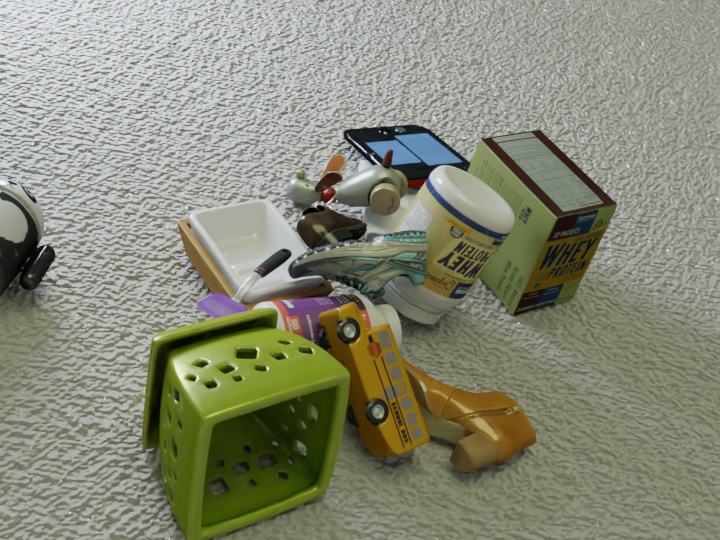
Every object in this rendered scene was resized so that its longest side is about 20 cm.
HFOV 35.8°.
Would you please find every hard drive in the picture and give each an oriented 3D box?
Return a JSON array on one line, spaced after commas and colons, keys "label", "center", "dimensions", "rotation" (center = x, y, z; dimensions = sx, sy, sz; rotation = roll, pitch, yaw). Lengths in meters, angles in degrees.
[{"label": "hard drive", "center": [0.066, -0.108, 1.862], "dimensions": [0.130, 0.026, 0.201], "rotation": [9, 40, -12]}]

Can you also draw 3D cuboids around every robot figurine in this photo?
[{"label": "robot figurine", "center": [-0.497, -0.038, 1.467], "dimensions": [0.124, 0.151, 0.201], "rotation": [-14, 31, 24]}]

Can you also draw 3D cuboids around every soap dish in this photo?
[{"label": "soap dish", "center": [-0.155, -0.009, 1.610], "dimensions": [0.156, 0.082, 0.200], "rotation": [-13, 48, -34]}]

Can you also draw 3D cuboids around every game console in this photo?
[{"label": "game console", "center": [0.087, -0.203, 1.948], "dimensions": [0.175, 0.031, 0.200], "rotation": [-4, 33, -33]}]

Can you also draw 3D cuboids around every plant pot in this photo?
[{"label": "plant pot", "center": [-0.150, 0.167, 1.319], "dimensions": [0.198, 0.201, 0.181], "rotation": [-14, 42, -34]}]

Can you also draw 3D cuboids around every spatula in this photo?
[{"label": "spatula", "center": [-0.147, 0.017, 1.502], "dimensions": [0.056, 0.021, 0.200], "rotation": [29, 40, 14]}]

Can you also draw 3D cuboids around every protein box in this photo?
[{"label": "protein box", "center": [0.264, -0.079, 1.768], "dimensions": [0.134, 0.200, 0.200], "rotation": [-12, 48, -33]}]

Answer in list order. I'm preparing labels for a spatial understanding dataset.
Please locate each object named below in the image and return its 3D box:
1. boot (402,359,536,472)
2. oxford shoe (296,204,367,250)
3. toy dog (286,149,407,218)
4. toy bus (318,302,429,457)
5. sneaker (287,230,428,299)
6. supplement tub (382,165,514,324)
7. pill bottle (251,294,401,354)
[{"label": "boot", "center": [0.136, 0.184, 1.520], "dimensions": [0.143, 0.071, 0.201], "rotation": [-15, 52, -43]}, {"label": "oxford shoe", "center": [-0.043, -0.067, 1.676], "dimensions": [0.085, 0.073, 0.200], "rotation": [47, 11, 8]}, {"label": "toy dog", "center": [-0.016, -0.148, 1.782], "dimensions": [0.198, 0.097, 0.132], "rotation": [-5, 24, -13]}, {"label": "toy bus", "center": [0.015, 0.138, 1.431], "dimensions": [0.078, 0.065, 0.202], "rotation": [-19, 89, -28]}, {"label": "sneaker", "center": [0.000, 0.000, 1.537], "dimensions": [0.198, 0.087, 0.078], "rotation": [-9, 3, -3]}, {"label": "supplement tub", "center": [0.118, -0.036, 1.635], "dimensions": [0.143, 0.201, 0.145], "rotation": [29, 22, -13]}, {"label": "pill bottle", "center": [-0.048, 0.092, 1.508], "dimensions": [0.198, 0.113, 0.113], "rotation": [-5, 44, -26]}]
